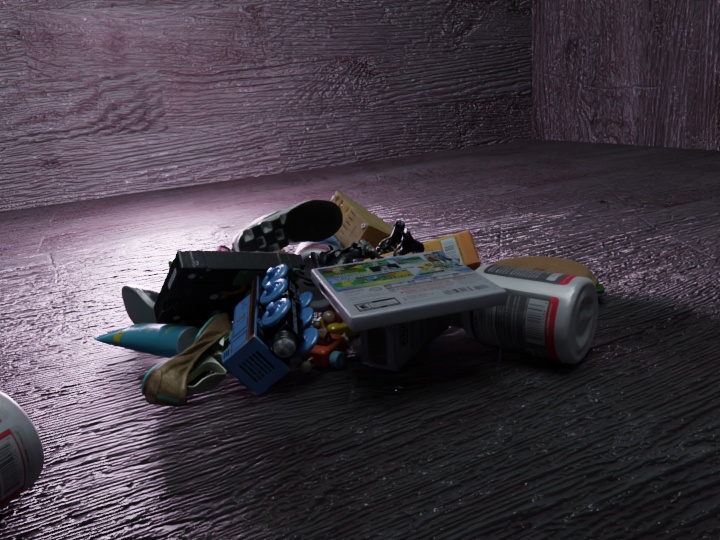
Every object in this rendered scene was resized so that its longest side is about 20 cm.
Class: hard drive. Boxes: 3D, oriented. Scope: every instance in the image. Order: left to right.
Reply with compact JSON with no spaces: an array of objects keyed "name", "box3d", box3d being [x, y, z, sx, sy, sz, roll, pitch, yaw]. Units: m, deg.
[{"name":"hard drive","box3d":[-0.198,0.026,0.911,0.198,0.140,0.038,1,52,-35]}]

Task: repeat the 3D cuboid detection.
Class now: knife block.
[{"name":"knife block","box3d":[0.037,-0.055,1.125,0.175,0.064,0.200,21,19,-41]}]

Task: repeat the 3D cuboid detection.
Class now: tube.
[{"name":"tube","box3d":[-0.319,0.103,0.914,0.198,0.051,0.077,2,9,36]}]

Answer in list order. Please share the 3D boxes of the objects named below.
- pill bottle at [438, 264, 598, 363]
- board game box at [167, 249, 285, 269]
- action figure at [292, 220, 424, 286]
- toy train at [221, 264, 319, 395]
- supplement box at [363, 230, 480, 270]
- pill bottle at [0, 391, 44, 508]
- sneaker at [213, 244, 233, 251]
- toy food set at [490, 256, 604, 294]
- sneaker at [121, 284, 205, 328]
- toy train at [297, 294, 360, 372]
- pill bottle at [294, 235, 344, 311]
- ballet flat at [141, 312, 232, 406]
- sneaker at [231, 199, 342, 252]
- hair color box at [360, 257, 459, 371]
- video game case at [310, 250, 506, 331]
[{"name":"pill bottle","box3d":[0.205,0.051,0.809,0.199,0.112,0.110,10,22,40]},{"name":"board game box","box3d":[-0.226,0.022,1.043,0.198,0.103,0.048,-2,16,9]},{"name":"action figure","box3d":[0.000,0.000,0.914,0.199,0.103,0.119,-24,29,-21]},{"name":"toy train","box3d":[-0.124,0.070,0.807,0.114,0.087,0.200,-37,25,8]},{"name":"supplement box","box3d":[0.098,-0.004,1.012,0.198,0.069,0.067,-14,-23,2]},{"name":"pill bottle","box3d":[-0.389,0.194,0.509,0.111,0.113,0.200,2,18,22]},{"name":"sneaker","box3d":[-0.284,-0.005,1.181,0.076,0.085,0.200,0,17,18]},{"name":"toy food set","box3d":[0.293,0.021,0.988,0.199,0.049,0.197,9,22,41]},{"name":"sneaker","box3d":[-0.318,0.060,1.011,0.199,0.071,0.099,17,26,37]},{"name":"toy train","box3d":[-0.083,0.083,0.881,0.199,0.056,0.150,9,21,38]},{"name":"pill bottle","box3d":[-0.070,-0.009,1.087,0.107,0.110,0.200,-4,16,3]},{"name":"ballet flat","box3d":[-0.205,0.121,0.797,0.072,0.068,0.200,20,22,10]},{"name":"sneaker","box3d":[-0.128,-0.076,1.025,0.198,0.075,0.088,-18,17,-24]},{"name":"hair color box","box3d":[0.076,0.053,0.856,0.060,0.100,0.200,8,21,32]},{"name":"video game case","box3d":[0.054,0.020,0.767,0.198,0.022,0.182,-9,20,-17]}]
